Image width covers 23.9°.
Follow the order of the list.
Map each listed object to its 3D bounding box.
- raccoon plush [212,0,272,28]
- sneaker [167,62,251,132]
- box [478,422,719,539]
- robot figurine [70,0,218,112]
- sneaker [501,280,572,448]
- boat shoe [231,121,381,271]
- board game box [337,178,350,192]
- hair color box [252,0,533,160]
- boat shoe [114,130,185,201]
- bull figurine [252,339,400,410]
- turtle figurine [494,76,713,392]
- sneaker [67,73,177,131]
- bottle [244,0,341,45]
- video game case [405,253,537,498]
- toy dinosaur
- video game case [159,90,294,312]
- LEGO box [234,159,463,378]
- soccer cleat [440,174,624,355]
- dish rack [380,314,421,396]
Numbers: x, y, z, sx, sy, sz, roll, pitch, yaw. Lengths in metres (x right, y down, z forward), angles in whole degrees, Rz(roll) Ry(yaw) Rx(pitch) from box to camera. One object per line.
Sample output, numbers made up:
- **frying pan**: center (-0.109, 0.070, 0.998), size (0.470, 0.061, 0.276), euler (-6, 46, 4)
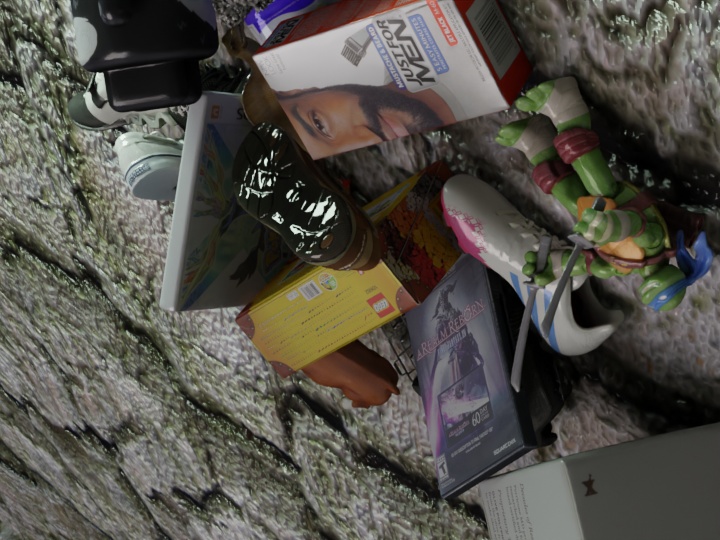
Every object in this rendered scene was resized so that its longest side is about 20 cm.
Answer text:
- **raccoon plush**: center (-0.043, -0.257, 1.352), size (0.200, 0.134, 0.097), euler (3, 130, 55)
- **sneaker**: center (-0.136, -0.169, 1.689), size (0.114, 0.076, 0.199), euler (39, 159, 2)
- **box**: center (0.243, 0.251, 1.497), size (0.171, 0.199, 0.200), euler (146, 113, -64)
- **robot figurine**: center (-0.186, -0.239, 1.459), size (0.150, 0.125, 0.200), euler (1, 99, 64)
- **sneaker**: center (0.159, 0.095, 1.635), size (0.066, 0.090, 0.200), euler (-104, 11, -60)
- **boat shoe**: center (-0.046, -0.056, 1.467), size (0.074, 0.076, 0.200), euler (28, -163, -40)
- **board game box**: center (-0.087, -0.028, 1.764), size (0.151, 0.046, 0.200), euler (8, 147, 4)
- **hair color box**: center (0.025, -0.169, 1.384), size (0.200, 0.064, 0.111), euler (-12, 120, 37)
- **boat shoe**: center (-0.191, -0.114, 1.788), size (0.075, 0.202, 0.086), euler (-39, 69, 24)
- **bull figurine**: center (-0.049, 0.079, 1.790), size (0.200, 0.065, 0.121), euler (39, 163, -7)
- **turtle figurine**: center (0.155, -0.037, 1.327), size (0.194, 0.200, 0.144), euler (64, -168, 16)
- **sneaker**: center (-0.257, -0.203, 1.836), size (0.200, 0.074, 0.089), euler (0, 129, 44)
- **bottle**: center (-0.061, -0.232, 1.477), size (0.200, 0.084, 0.065), euler (56, -172, -16)
- **video game case**: center (0.097, 0.091, 1.552), size (0.143, 0.019, 0.200), euler (-42, 53, 51)
- **toy dinosaur**: center (-0.063, -0.159, 1.561), size (0.058, 0.101, 0.200), euler (4, 131, 54)
- **video game case**: center (-0.110, -0.064, 1.585), size (0.022, 0.182, 0.200), euler (15, 100, 31)
- **LEGO box**: center (0.000, 0.000, 1.570), size (0.200, 0.149, 0.077), euler (-30, 102, 43)
- **soccer cleat**: center (0.155, -0.014, 1.494), size (0.200, 0.070, 0.086), euler (50, 137, -11)
- **dish rack**: center (0.072, 0.054, 1.721), size (0.153, 0.055, 0.200), euler (2, 128, 54)
